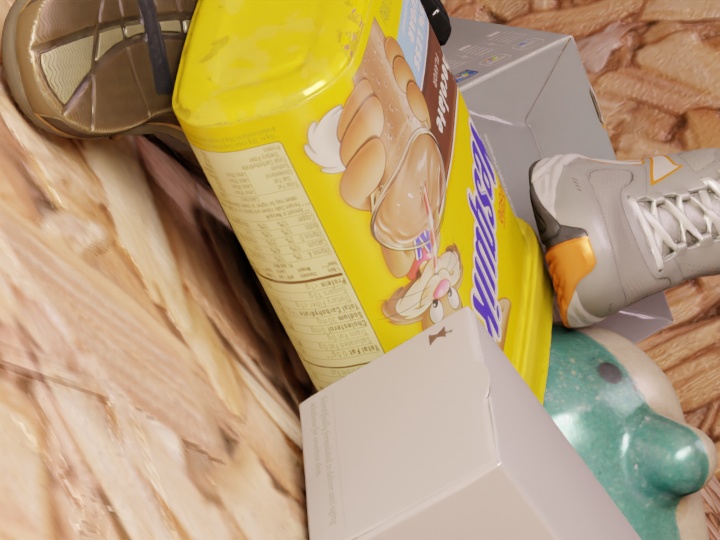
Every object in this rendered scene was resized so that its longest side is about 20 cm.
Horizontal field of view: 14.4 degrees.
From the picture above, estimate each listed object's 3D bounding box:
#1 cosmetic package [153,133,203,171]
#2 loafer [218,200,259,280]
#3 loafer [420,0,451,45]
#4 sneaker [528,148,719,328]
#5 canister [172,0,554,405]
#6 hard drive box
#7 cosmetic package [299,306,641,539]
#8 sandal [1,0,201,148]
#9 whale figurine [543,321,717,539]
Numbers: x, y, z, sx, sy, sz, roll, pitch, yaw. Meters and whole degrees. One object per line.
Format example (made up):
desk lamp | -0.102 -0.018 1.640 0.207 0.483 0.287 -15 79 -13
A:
cosmetic package | -0.064 -0.100 1.296 0.105 0.071 0.200 60 8 22
loafer | 0.000 0.000 1.283 0.073 0.072 0.200 62 9 31
loafer | -0.033 -0.148 1.203 0.070 0.068 0.201 39 -4 43
sneaker | 0.137 -0.025 1.243 0.200 0.092 0.076 -21 97 -68
canister | 0.004 -0.028 1.133 0.149 0.086 0.200 -79 151 -49
hard drive box | 0.053 -0.041 1.417 0.200 0.077 0.156 21 -45 63
cosmetic package | 0.065 0.126 1.086 0.200 0.085 0.108 52 16 -26
sandal | -0.093 -0.079 1.100 0.200 0.054 0.080 -7 87 -66
whale figurine | 0.092 0.119 1.216 0.104 0.159 0.200 -9 63 -40
